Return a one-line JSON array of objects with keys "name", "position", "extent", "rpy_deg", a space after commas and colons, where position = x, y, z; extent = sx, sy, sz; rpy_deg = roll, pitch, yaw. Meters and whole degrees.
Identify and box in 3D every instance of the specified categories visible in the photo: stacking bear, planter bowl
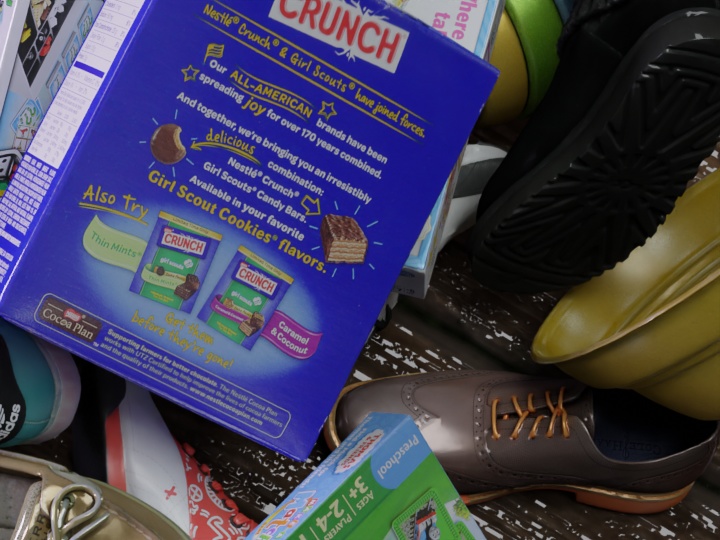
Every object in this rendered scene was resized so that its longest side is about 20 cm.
[{"name": "stacking bear", "position": [0.055, -0.125, 1.438], "extent": [0.199, 0.122, 0.114], "rpy_deg": [-29, 72, -19]}, {"name": "planter bowl", "position": [0.185, 0.013, 1.326], "extent": [0.200, 0.200, 0.084], "rpy_deg": [-42, 99, -29]}]

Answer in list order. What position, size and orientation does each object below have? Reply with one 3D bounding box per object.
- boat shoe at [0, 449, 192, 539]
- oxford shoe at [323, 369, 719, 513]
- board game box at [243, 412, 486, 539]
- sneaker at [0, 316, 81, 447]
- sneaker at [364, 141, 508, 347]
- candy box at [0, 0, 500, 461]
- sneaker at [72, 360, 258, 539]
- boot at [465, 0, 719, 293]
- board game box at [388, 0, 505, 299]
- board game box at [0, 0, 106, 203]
[{"name": "boat shoe", "position": [-0.168, 0.113, 1.237], "extent": [0.200, 0.063, 0.074], "rpy_deg": [23, 87, 17]}, {"name": "oxford shoe", "position": [0.082, 0.074, 1.363], "extent": [0.199, 0.073, 0.072], "rpy_deg": [4, 64, -15]}, {"name": "board game box", "position": [0.016, 0.190, 1.256], "extent": [0.151, 0.036, 0.201], "rpy_deg": [-43, 113, -29]}, {"name": "sneaker", "position": [-0.216, 0.006, 1.248], "extent": [0.200, 0.072, 0.080], "rpy_deg": [39, 14, 20]}, {"name": "sneaker", "position": [0.000, 0.000, 1.383], "extent": [0.199, 0.074, 0.080], "rpy_deg": [-26, 78, -17]}, {"name": "candy box", "position": [-0.057, -0.042, 1.228], "extent": [0.169, 0.077, 0.201], "rpy_deg": [28, 90, -26]}, {"name": "sneaker", "position": [-0.069, 0.131, 1.295], "extent": [0.107, 0.067, 0.203], "rpy_deg": [-5, 70, -20]}, {"name": "boot", "position": [0.117, -0.102, 1.355], "extent": [0.079, 0.211, 0.159], "rpy_deg": [18, 42, -30]}, {"name": "board game box", "position": [-0.008, -0.096, 1.352], "extent": [0.134, 0.034, 0.201], "rpy_deg": [14, 67, 7]}, {"name": "board game box", "position": [-0.104, -0.102, 1.260], "extent": [0.125, 0.035, 0.201], "rpy_deg": [13, 95, -22]}]
